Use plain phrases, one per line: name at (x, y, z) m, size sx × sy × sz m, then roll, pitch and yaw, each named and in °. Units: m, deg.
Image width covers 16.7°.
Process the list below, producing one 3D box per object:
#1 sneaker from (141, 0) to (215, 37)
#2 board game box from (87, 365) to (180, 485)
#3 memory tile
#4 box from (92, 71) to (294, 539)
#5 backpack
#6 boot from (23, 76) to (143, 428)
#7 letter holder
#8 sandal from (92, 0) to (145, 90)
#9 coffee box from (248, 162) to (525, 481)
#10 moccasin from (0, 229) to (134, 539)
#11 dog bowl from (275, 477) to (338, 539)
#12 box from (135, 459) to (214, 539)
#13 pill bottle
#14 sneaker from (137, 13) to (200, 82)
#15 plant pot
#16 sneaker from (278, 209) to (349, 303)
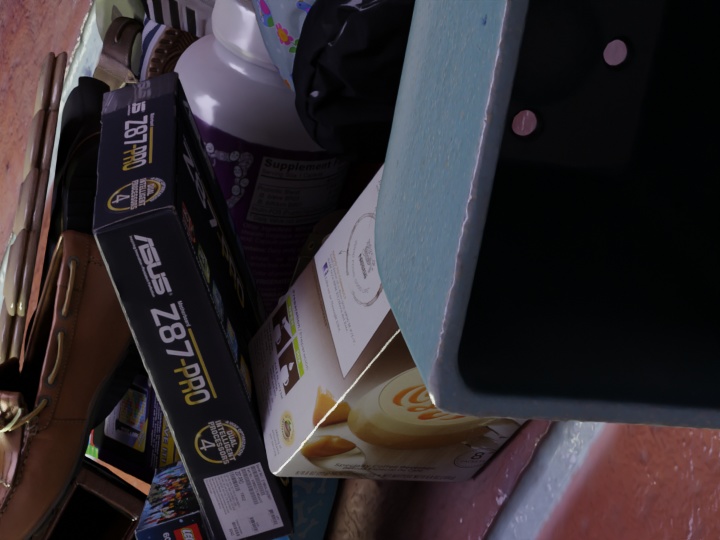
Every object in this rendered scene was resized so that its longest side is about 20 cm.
sneaker at (-0.072, -0.197, 1.418) m, size 0.201 × 0.115 × 0.076 m, roll -53°, pitch 42°, yaw 49°
board game box at (-0.120, 0.033, 1.569) m, size 0.165 × 0.056 × 0.202 m, roll 14°, pitch 100°, yaw 62°
memory tile at (-0.203, -0.020, 1.484) m, size 0.154 × 0.017 × 0.201 m, roll 106°, pitch 169°, yaw -47°
box at (-0.085, 0.021, 1.272) m, size 0.161 × 0.049 × 0.201 m, roll -99°, pitch -9°, yaw -62°
backpack at (0.003, -0.176, 1.251) m, size 0.167 × 0.126 × 0.201 m, roll 121°, pitch 146°, yaw -50°
boot at (-0.173, -0.013, 1.561) m, size 0.138 × 0.077 × 0.201 m, roll -116°, pitch 41°, yaw -62°
letter holder at (-0.197, 0.181, 1.495) m, size 0.143 × 0.100 × 0.200 m, roll -60°, pitch 26°, yaw -5°
sandal at (-0.157, -0.140, 1.657) m, size 0.201 × 0.057 × 0.080 m, roll -128°, pitch 47°, yaw -54°
coffee box at (0.037, 0.024, 1.176) m, size 0.200 × 0.114 × 0.080 m, roll 127°, pitch 139°, yaw -51°
moccasin at (-0.185, 0.073, 1.375) m, size 0.202 × 0.077 × 0.074 m, roll -62°, pitch 25°, yaw 17°
dog bowl at (-0.063, 0.146, 1.449) m, size 0.112 × 0.049 × 0.201 m, roll 54°, pitch 135°, yaw 52°
box at (-0.068, 0.210, 1.328) m, size 0.137 × 0.037 × 0.201 m, roll -88°, pitch -19°, yaw -80°
pill bottle at (-0.062, -0.066, 1.391) m, size 0.112 × 0.112 × 0.201 m, roll -125°, pitch 44°, yaw -51°
sneaker at (-0.118, -0.168, 1.561) m, size 0.108 × 0.070 × 0.201 m, roll 10°, pitch 90°, yaw 59°
plant pot at (0.105, -0.067, 0.971) m, size 0.200 × 0.194 × 0.198 m, roll -128°, pitch 46°, yaw -64°
sneaker at (0.000, 0.000, 1.306) m, size 0.200 × 0.067 × 0.090 m, roll -59°, pitch 43°, yaw 50°
